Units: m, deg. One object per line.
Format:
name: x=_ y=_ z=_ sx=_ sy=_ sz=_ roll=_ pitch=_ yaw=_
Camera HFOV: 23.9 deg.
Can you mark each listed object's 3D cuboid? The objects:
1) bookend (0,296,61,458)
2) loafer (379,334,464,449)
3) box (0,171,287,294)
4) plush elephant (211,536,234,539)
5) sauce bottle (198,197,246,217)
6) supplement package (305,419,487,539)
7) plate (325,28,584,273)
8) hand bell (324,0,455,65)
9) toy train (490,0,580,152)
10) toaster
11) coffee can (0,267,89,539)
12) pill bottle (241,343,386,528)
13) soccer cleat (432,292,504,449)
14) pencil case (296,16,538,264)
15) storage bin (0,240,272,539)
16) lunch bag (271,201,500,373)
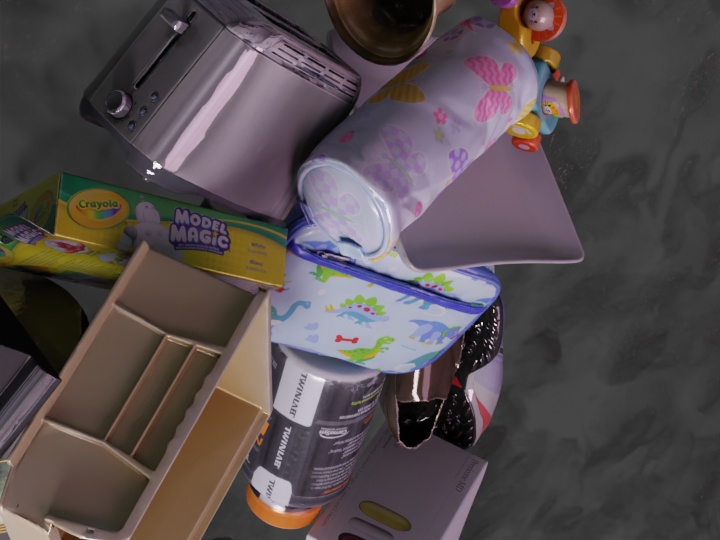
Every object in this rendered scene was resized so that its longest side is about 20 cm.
bookend: x=-0.310 y=0.014 z=0.995 sx=0.092 sy=0.200 sz=0.198 roll=-50 pitch=146 yaw=9
loafer: x=0.063 y=0.087 z=1.550 sx=0.072 sy=0.071 sz=0.201 roll=-3 pitch=135 yaw=-9
box: x=-0.163 y=-0.019 z=1.158 sx=0.198 sy=0.049 sz=0.117 roll=11 pitch=164 yaw=-32
plush elephant: x=-0.160 y=0.371 z=1.567 sx=0.198 sy=0.166 sz=0.155 roll=-23 pitch=137 yaw=21
sauce bottle: x=-0.149 y=0.035 z=1.301 sx=0.064 sy=0.065 sz=0.201 roll=9 pitch=121 yaw=-49
supplement package: x=0.020 y=0.266 z=1.606 sx=0.200 sy=0.110 sz=0.157 roll=-52 pitch=163 yaw=-52
plate: x=0.067 y=-0.088 z=1.304 sx=0.199 sy=0.202 sz=0.032 roll=-3 pitch=158 yaw=-44
hand bell: x=0.075 y=-0.226 z=1.261 sx=0.199 sy=0.104 sz=0.105 roll=-26 pitch=144 yaw=-44
toy train: x=0.153 y=-0.191 z=1.302 sx=0.150 sy=0.055 sz=0.202 roll=-46 pitch=138 yaw=-48
toaster: x=-0.086 y=-0.115 z=1.168 sx=0.130 sy=0.114 sz=0.199 roll=-53 pitch=144 yaw=10
coffee can: x=-0.265 y=0.119 z=1.198 sx=0.145 sy=0.146 sz=0.202 roll=-20 pitch=139 yaw=-30
pill bottle: x=-0.046 y=0.131 z=1.471 sx=0.105 sy=0.106 sz=0.202 roll=-14 pitch=136 yaw=-36
soccer cleat: x=0.109 y=0.079 z=1.628 sx=0.073 sy=0.068 sz=0.202 roll=-46 pitch=150 yaw=-44
pencil case: x=0.044 y=-0.093 z=1.195 sx=0.200 sy=0.083 sz=0.091 roll=-46 pitch=122 yaw=-32
storage bin: x=-0.143 y=0.118 z=1.120 sx=0.200 sy=0.093 sz=0.201 roll=-61 pitch=170 yaw=-24
lunch bag: x=0.000 y=0.000 z=1.327 sx=0.198 sy=0.083 sz=0.161 roll=19 pitch=136 yaw=-29
